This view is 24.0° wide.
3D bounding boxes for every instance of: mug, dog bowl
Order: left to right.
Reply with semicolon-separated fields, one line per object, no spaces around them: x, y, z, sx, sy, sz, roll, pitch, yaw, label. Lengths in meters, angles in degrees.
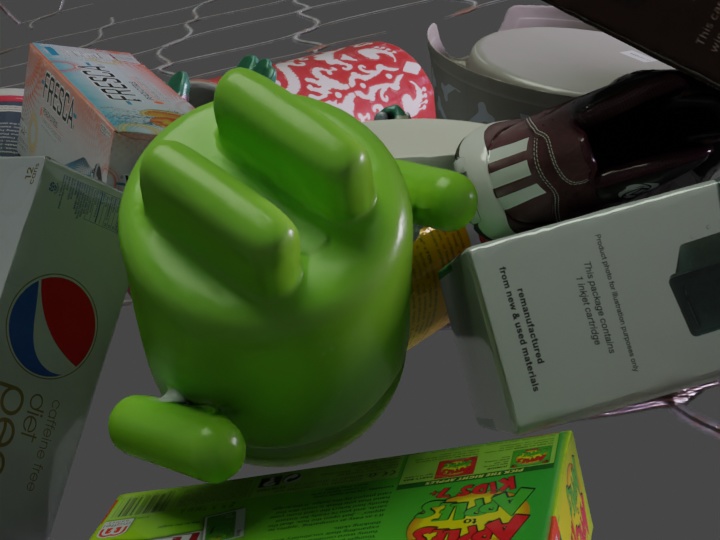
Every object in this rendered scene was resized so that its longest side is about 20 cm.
-0.030;-0.079;1.244;0.200;0.178;0.133;-26;-16;-46;mug
0.135;-0.105;1.012;0.199;0.059;0.200;5;24;-2;dog bowl

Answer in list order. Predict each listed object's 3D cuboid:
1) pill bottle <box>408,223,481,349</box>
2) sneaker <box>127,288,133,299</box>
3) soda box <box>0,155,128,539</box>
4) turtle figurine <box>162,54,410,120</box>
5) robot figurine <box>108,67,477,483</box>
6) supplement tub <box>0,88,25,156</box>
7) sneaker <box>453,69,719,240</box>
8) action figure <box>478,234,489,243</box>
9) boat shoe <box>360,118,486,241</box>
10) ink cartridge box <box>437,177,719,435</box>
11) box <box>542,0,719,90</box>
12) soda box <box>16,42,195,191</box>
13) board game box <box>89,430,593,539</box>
0.000;0.000;0.935;0.104;0.105;0.200;2;23;42;pill bottle
-0.107;-0.008;1.099;0.084;0.077;0.200;-23;20;-15;sneaker
-0.163;0.053;0.755;0.064;0.201;0.068;26;-14;-40;soda box
-0.036;-0.051;1.029;0.149;0.200;0.101;-24;51;25;turtle figurine
-0.037;0.006;0.702;0.115;0.200;0.176;33;65;18;robot figurine
-0.216;-0.010;1.030;0.140;0.141;0.200;-13;32;3;supplement tub
0.149;-0.063;0.813;0.200;0.076;0.115;-22;2;-40;sneaker
0.112;-0.017;0.919;0.065;0.099;0.200;-9;20;18;action figure
-0.010;-0.026;0.826;0.199;0.069;0.072;-17;27;-29;boat shoe
0.145;0.008;0.760;0.199;0.083;0.147;-15;-4;-4;ink cartridge box
0.181;-0.174;0.789;0.164;0.166;0.200;27;13;6;box
-0.133;-0.068;0.914;0.063;0.069;0.200;3;18;-24;soda box
-0.014;0.118;0.664;0.199;0.048;0.102;-10;18;15;board game box
